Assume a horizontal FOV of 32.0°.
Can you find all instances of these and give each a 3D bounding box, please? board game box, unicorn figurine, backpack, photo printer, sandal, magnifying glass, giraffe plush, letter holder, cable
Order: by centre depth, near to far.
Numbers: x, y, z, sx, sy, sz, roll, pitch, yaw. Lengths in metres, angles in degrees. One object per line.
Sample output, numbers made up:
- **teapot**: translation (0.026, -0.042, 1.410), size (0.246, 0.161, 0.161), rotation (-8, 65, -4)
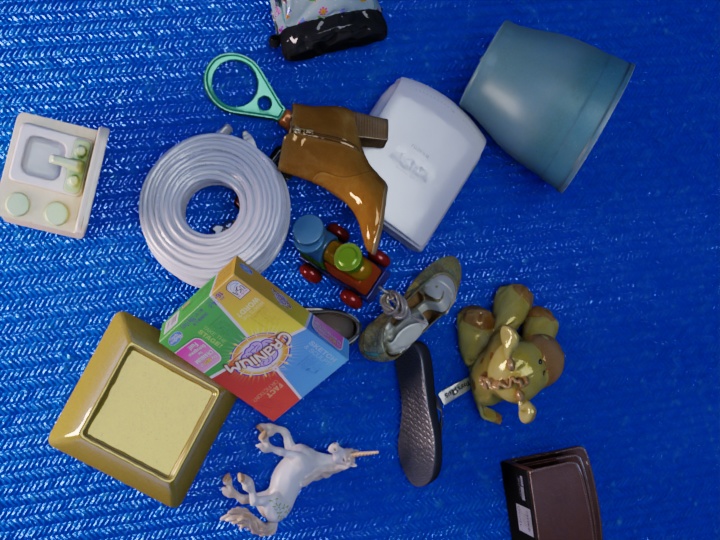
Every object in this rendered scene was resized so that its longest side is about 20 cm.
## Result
- **board game box**: translation (-0.136, 0.092, 1.632), size (0.200, 0.040, 0.153), rotation (38, 118, -24)
- **cable**: translation (-0.189, -0.079, 1.643), size (0.199, 0.069, 0.201), rotation (-36, 79, -6)
- **backpack**: translation (-0.052, -0.396, 1.676), size (0.165, 0.127, 0.202), rotation (-13, 90, -10)
- **unicorn figurine**: translation (-0.095, 0.271, 1.695), size (0.137, 0.074, 0.201), rotation (37, 95, -20)
- **magnifying glass**: translation (-0.124, -0.223, 1.710), size (0.199, 0.022, 0.080), rotation (34, 82, -12)
- **giraffe plush**: translation (0.210, 0.123, 1.717), size (0.200, 0.162, 0.173), rotation (-45, 100, -11)
- **photo printer**: translation (0.069, -0.152, 1.732), size (0.166, 0.069, 0.201), rotation (35, 82, -11)
- **sandal**: translation (0.090, 0.198, 1.738), size (0.043, 0.076, 0.202), rotation (-3, 91, -40)
- **letter holder**: translation (0.293, 0.361, 1.770), size (0.141, 0.100, 0.202), rotation (-9, 92, -16)

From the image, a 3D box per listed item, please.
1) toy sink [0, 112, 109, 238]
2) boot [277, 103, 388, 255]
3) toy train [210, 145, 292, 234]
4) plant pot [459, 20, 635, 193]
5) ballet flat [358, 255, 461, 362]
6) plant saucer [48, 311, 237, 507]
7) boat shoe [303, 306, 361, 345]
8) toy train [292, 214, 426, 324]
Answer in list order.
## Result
- **toy sink**: translation (-0.382, -0.116, 1.553), size (0.111, 0.200, 0.132), rotation (13, 87, -14)
- **boot**: translation (-0.038, -0.120, 1.639), size (0.142, 0.071, 0.203), rotation (4, 70, -7)
- **toy train**: translation (-0.146, -0.094, 1.697), size (0.046, 0.034, 0.201), rotation (37, 81, -7)
- **plant pot**: translation (0.244, -0.239, 1.722), size (0.187, 0.200, 0.201), rotation (30, 83, 2)
- **ballet flat**: translation (0.083, 0.055, 1.721), size (0.200, 0.071, 0.071), rotation (-41, 99, -21)
- **plant saucer**: translation (-0.278, 0.186, 1.655), size (0.199, 0.048, 0.201), rotation (29, 83, -13)
- **boat shoe**: translation (-0.097, 0.080, 1.692), size (0.198, 0.068, 0.073), rotation (-1, 91, -12)
- **toy train**: translation (0.000, 0.000, 1.653), size (0.199, 0.116, 0.085), rotation (32, 82, 20)
